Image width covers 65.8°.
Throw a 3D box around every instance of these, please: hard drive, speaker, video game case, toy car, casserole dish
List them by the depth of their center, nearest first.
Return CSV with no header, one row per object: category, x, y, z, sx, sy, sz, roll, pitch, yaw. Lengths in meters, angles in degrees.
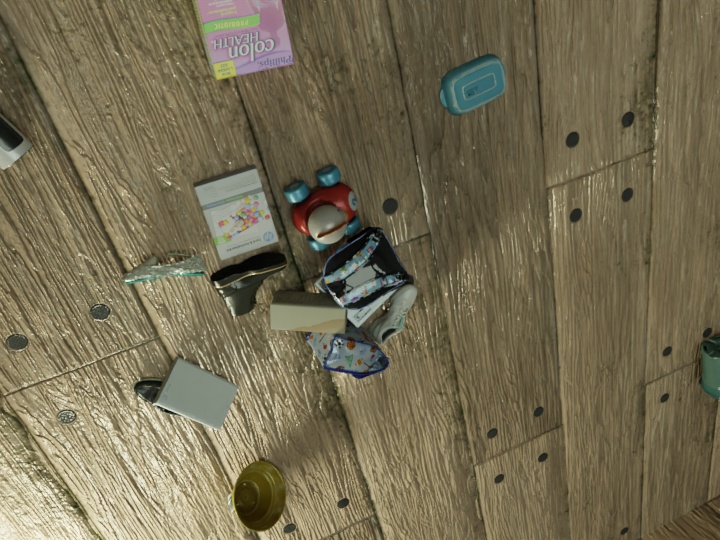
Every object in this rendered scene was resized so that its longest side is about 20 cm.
speaker,-0.764,-0.302,1.108,0.081,0.081,0.200,-38,121,-1
toy car,-0.071,-0.131,1.385,0.177,0.200,0.185,-27,121,-7
casserole dish,0.303,-0.485,1.461,0.200,0.039,0.121,-26,120,-7
hard drive,-0.444,0.338,1.523,0.200,0.026,0.132,35,64,-31
video game case,0.001,0.029,1.554,0.200,0.023,0.182,-44,105,-3

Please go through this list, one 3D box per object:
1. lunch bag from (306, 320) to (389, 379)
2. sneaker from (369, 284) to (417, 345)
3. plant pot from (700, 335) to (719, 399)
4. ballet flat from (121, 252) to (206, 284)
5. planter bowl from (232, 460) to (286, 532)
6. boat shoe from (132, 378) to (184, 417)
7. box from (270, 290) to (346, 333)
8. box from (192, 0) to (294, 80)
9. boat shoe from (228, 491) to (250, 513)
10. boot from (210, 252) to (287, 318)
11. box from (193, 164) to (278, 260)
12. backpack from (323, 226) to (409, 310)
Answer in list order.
lunch bag,-0.032,0.216,1.579,0.199,0.170,0.124,14,106,-29
sneaker,0.111,0.137,1.645,0.075,0.089,0.200,31,100,-28
plant pot,1.466,0.381,2.233,0.200,0.200,0.197,-28,113,-7
ballet flat,-0.483,-0.008,1.372,0.199,0.072,0.072,-7,116,-20
planter bowl,-0.331,0.694,1.712,0.083,0.201,0.200,-22,130,37
boat shoe,-0.522,0.356,1.514,0.199,0.066,0.075,36,99,-30
box,-0.136,0.110,1.496,0.199,0.095,0.078,4,112,3
box,-0.254,-0.530,1.189,0.175,0.097,0.201,-17,119,-14
boat shoe,-0.357,0.786,1.781,0.073,0.062,0.200,-31,121,-5
boot,-0.275,0.040,1.468,0.199,0.078,0.139,-16,123,1
box,-0.306,-0.142,1.383,0.155,0.041,0.201,-19,120,-12
backpack,0.000,0.000,1.468,0.200,0.135,0.183,-34,104,-6
